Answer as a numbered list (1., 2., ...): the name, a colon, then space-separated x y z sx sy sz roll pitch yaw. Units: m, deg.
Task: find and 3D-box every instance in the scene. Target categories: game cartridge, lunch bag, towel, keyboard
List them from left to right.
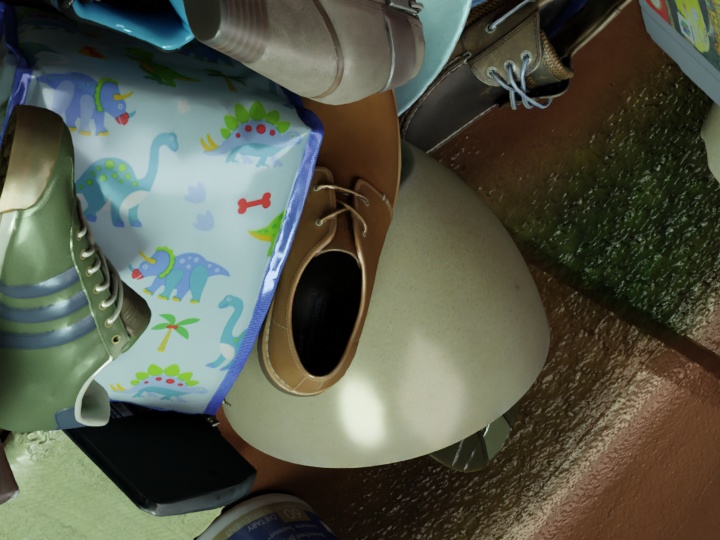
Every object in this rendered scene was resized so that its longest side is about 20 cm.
1. towel: -0.169 0.146 1.639 0.148 0.036 0.200 -48 143 6
2. lunch bag: -0.131 -0.023 1.407 0.170 0.127 0.200 10 111 -17
3. keyboard: -0.128 0.084 1.483 0.104 0.200 0.040 -10 126 -34
4. game cartridge: 0.208 -0.172 1.601 0.041 0.133 0.200 -36 141 -11

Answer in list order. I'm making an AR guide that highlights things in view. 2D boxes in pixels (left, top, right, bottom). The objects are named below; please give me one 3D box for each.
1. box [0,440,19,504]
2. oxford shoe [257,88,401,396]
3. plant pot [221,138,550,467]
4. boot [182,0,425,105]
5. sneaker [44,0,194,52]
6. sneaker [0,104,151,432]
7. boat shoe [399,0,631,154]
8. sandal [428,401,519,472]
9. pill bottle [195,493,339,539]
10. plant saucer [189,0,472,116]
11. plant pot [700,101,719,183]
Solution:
1. box: -0.303 0.076 1.303 0.200 0.166 0.164 -17 176 -29
2. oxford shoe: -0.010 -0.032 1.429 0.071 0.071 0.201 6 85 -11
3. plant pot: 0.000 0.000 1.543 0.200 0.200 0.135 -28 125 -19
4. boot: -0.033 -0.183 1.364 0.146 0.070 0.201 2 81 -44
5. sneaker: -0.154 -0.173 1.309 0.200 0.082 0.073 23 113 -38
6. sneaker: -0.145 0.005 1.318 0.090 0.067 0.200 10 130 -11
7. boat shoe: 0.091 -0.135 1.579 0.200 0.072 0.072 -47 142 3
8. sandal: 0.029 0.064 1.733 0.200 0.055 0.082 28 99 -36
9. pill bottle: -0.025 0.246 1.726 0.111 0.200 0.111 -24 138 -24
10. plant saucer: -0.033 -0.151 1.470 0.201 0.039 0.201 -17 130 -20
11. plant pot: 0.316 -0.125 1.718 0.200 0.201 0.184 -7 141 -38
